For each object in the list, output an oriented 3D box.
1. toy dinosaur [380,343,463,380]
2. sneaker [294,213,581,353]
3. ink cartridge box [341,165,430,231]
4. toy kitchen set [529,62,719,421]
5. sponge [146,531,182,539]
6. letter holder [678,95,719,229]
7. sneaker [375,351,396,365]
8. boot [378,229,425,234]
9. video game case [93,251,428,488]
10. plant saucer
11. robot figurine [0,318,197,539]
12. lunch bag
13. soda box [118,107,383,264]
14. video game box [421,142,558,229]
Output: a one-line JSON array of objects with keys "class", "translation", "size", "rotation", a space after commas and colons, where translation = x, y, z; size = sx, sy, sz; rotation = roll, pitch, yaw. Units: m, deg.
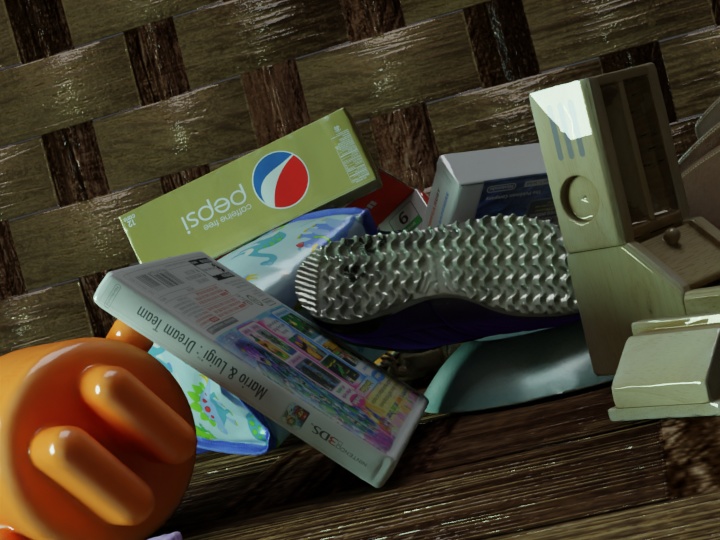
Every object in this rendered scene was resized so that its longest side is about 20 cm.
[{"class": "toy dinosaur", "translation": [0.042, 0.071, 1.164], "size": [0.101, 0.058, 0.200], "rotation": [2, -2, 0]}, {"class": "sneaker", "translation": [0.062, 0.017, 0.954], "size": [0.200, 0.070, 0.100], "rotation": [-1, -25, 7]}, {"class": "ink cartridge box", "translation": [0.042, -0.011, 1.292], "size": [0.109, 0.050, 0.200], "rotation": [-44, -42, 17]}, {"class": "toy kitchen set", "translation": [0.183, -0.027, 0.781], "size": [0.163, 0.181, 0.200], "rotation": [-18, 6, -42]}, {"class": "sponge", "translation": [-0.143, 0.145, 0.523], "size": [0.111, 0.030, 0.200], "rotation": [-14, 2, 12]}, {"class": "letter holder", "translation": [0.312, -0.088, 1.136], "size": [0.100, 0.142, 0.200], "rotation": [-20, -10, -26]}, {"class": "sneaker", "translation": [-0.049, 0.068, 1.314], "size": [0.200, 0.077, 0.078], "rotation": [-12, 1, 18]}, {"class": "boot", "translation": [0.000, 0.000, 1.136], "size": [0.090, 0.073, 0.200], "rotation": [18, -19, -31]}, {"class": "video game case", "translation": [-0.048, 0.050, 0.842], "size": [0.024, 0.182, 0.200], "rotation": [-57, -4, 7]}, {"class": "plant saucer", "translation": [0.132, 0.052, 0.983], "size": [0.200, 0.039, 0.201], "rotation": [-15, 1, 0]}, {"class": "robot figurine", "translation": [-0.165, 0.096, 0.800], "size": [0.116, 0.144, 0.200], "rotation": [3, -8, -32]}, {"class": "lunch bag", "translation": [-0.087, 0.046, 1.062], "size": [0.200, 0.128, 0.170], "rotation": [-1, 30, 48]}, {"class": "soda box", "translation": [-0.085, -0.055, 1.147], "size": [0.200, 0.064, 0.068], "rotation": [-25, -4, 4]}, {"class": "video game box", "translation": [0.144, -0.030, 1.261], "size": [0.200, 0.047, 0.182], "rotation": [-9, -42, -23]}]
